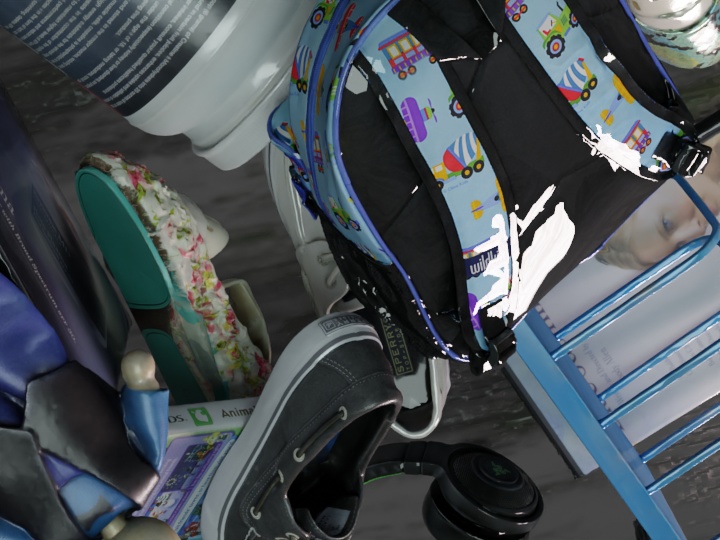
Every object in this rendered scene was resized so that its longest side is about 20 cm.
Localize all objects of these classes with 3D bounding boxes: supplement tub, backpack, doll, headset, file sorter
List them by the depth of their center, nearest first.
[{"bbox_3d":[-0.154,0.076,1.094,0.136,0.048,0.200,-42,109,-1],"label":"doll"},{"bbox_3d":[0.043,-0.081,1.116,0.183,0.134,0.200,-44,134,-9],"label":"backpack"},{"bbox_3d":[-0.110,-0.157,1.185,0.200,0.140,0.140,37,105,-16],"label":"supplement tub"},{"bbox_3d":[0.152,0.031,1.265,0.123,0.139,0.200,-35,109,6],"label":"file sorter"},{"bbox_3d":[0.072,0.154,1.374,0.199,0.094,0.124,5,116,10],"label":"headset"}]

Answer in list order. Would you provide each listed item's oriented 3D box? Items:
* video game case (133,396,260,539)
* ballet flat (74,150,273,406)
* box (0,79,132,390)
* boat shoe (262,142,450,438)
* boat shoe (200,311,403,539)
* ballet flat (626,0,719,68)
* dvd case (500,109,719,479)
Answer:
[{"bbox_3d":[-0.100,0.140,1.289,0.182,0.022,0.200,-4,138,-41],"label":"video game case"},{"bbox_3d":[-0.093,0.011,1.301,0.064,0.075,0.201,-39,121,-31],"label":"ballet flat"},{"bbox_3d":[-0.213,-0.006,1.198,0.123,0.198,0.201,-26,105,4],"label":"box"},{"bbox_3d":[0.000,0.000,1.296,0.072,0.066,0.201,-16,112,2],"label":"boat shoe"},{"bbox_3d":[-0.025,0.108,1.226,0.070,0.066,0.200,-9,141,-35],"label":"boat shoe"},{"bbox_3d":[0.138,-0.179,1.235,0.074,0.074,0.200,-33,111,9],"label":"ballet flat"},{"bbox_3d":[0.168,0.011,1.340,0.200,0.018,0.143,-33,111,9],"label":"dvd case"}]
